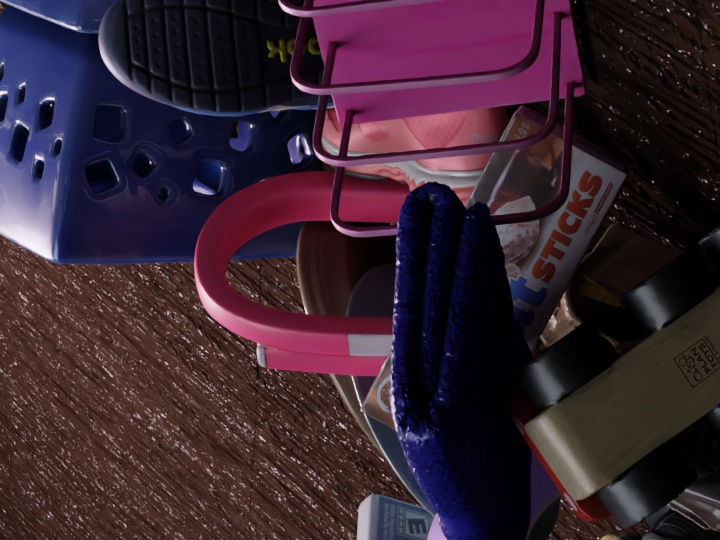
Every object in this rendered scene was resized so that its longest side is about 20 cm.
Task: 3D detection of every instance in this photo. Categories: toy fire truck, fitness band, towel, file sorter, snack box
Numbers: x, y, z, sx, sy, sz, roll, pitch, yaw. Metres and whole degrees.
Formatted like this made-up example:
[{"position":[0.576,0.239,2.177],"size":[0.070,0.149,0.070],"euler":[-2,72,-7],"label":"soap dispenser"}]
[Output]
[{"position":[0.151,0.039,1.355],"size":[0.129,0.176,0.200],"euler":[54,173,3],"label":"toy fire truck"},{"position":[0.000,0.000,1.560],"size":[0.199,0.144,0.038],"euler":[3,134,6],"label":"fitness band"},{"position":[0.059,0.060,1.341],"size":[0.200,0.049,0.148],"euler":[64,-155,-61],"label":"towel"},{"position":[0.033,-0.132,1.332],"size":[0.126,0.138,0.201],"euler":[-84,-16,-50],"label":"file sorter"},{"position":[0.075,0.011,1.462],"size":[0.072,0.024,0.201],"euler":[28,111,3],"label":"snack box"}]

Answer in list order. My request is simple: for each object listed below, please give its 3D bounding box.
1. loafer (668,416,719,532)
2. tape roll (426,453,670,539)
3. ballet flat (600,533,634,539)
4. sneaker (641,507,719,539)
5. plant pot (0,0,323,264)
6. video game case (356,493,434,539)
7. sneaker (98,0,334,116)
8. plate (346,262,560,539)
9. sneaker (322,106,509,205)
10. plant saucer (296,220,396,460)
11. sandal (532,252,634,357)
[{"position":[0.208,0.123,1.444],"size":[0.200,0.073,0.071],"euler":[29,149,39],"label":"loafer"},{"position":[0.137,0.188,1.525],"size":[0.201,0.200,0.066],"euler":[60,159,-7],"label":"tape roll"},{"position":[0.202,0.244,1.645],"size":[0.200,0.071,0.071],"euler":[43,154,32],"label":"ballet flat"},{"position":[0.249,0.195,1.462],"size":[0.199,0.075,0.081],"euler":[32,136,9],"label":"sneaker"},{"position":[-0.144,-0.113,1.692],"size":[0.200,0.199,0.181],"euler":[26,115,56],"label":"plant pot"},{"position":[0.077,0.247,1.555],"size":[0.023,0.181,0.201],"euler":[-44,35,49],"label":"video game case"},{"position":[-0.055,-0.121,1.473],"size":[0.082,0.199,0.074],"euler":[177,94,-68],"label":"sneaker"},{"position":[0.066,0.080,1.601],"size":[0.026,0.200,0.201],"euler":[-33,90,30],"label":"plate"},{"position":[0.038,-0.094,1.557],"size":[0.200,0.073,0.087],"euler":[26,118,59],"label":"sneaker"},{"position":[0.027,0.046,1.652],"size":[0.200,0.029,0.201],"euler":[49,-155,-32],"label":"plant saucer"},{"position":[0.145,0.024,1.487],"size":[0.211,0.077,0.070],"euler":[4,104,56],"label":"sandal"}]
